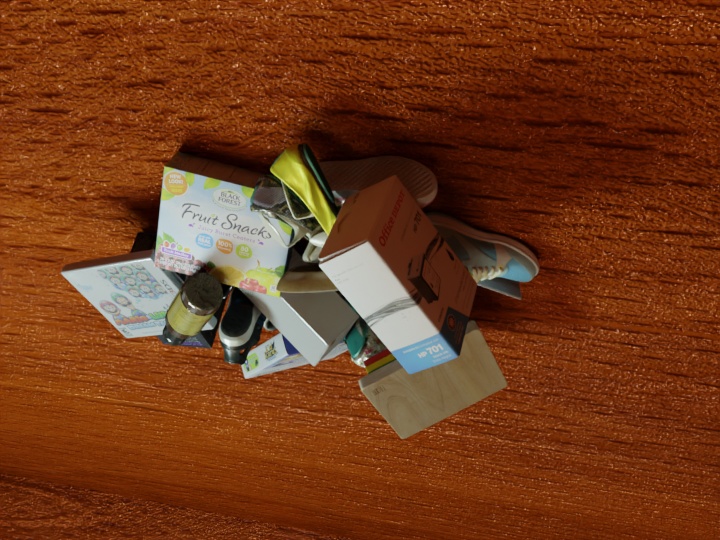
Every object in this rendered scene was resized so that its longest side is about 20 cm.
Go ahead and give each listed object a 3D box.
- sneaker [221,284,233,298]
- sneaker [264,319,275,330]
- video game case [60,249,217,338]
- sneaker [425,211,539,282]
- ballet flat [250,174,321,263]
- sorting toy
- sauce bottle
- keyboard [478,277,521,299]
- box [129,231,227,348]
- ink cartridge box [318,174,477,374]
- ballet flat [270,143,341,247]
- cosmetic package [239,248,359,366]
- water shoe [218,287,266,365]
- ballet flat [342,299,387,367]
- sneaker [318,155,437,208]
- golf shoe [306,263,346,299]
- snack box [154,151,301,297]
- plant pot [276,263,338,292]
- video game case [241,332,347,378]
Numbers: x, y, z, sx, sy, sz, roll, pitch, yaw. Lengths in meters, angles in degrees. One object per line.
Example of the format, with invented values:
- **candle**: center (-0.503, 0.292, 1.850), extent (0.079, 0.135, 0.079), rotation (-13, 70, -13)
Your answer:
- **sneaker**: center (-0.225, -0.014, 1.425), extent (0.071, 0.083, 0.201), rotation (13, 150, 2)
- **sneaker**: center (-0.094, 0.066, 1.501), extent (0.199, 0.089, 0.074), rotation (-18, 136, 41)
- **video game case**: center (-0.362, 0.043, 1.402), extent (0.198, 0.024, 0.183), rotation (-7, 137, 29)
- **sneaker**: center (0.162, 0.008, 1.241), extent (0.198, 0.132, 0.080), rotation (19, 148, -8)
- **ballet flat**: center (-0.075, -0.051, 1.190), extent (0.200, 0.073, 0.072), rotation (36, 144, -25)
- **sorting toy**: center (0.111, 0.158, 1.353), extent (0.197, 0.070, 0.200), rotation (-28, 141, 5)
- **sauce bottle**: center (-0.266, 0.066, 1.323), extent (0.064, 0.065, 0.200), rotation (23, 151, -15)
- **keyboard**: center (0.154, -0.004, 1.305), extent (0.198, 0.057, 0.011), rotation (19, 128, -8)
- **box**: center (-0.326, 0.037, 1.516), extent (0.105, 0.123, 0.201), rotation (3, 148, 17)
- **ink cartridge box**: center (0.052, 0.005, 1.083), extent (0.085, 0.147, 0.200), rotation (-21, 120, 33)
- **ballet flat**: center (-0.050, -0.073, 1.129), extent (0.067, 0.067, 0.201), rotation (-30, 110, 10)
- **cosmetic package**: center (-0.106, 0.047, 1.390), extent (0.200, 0.081, 0.113), rotation (45, 152, 4)
- **water shoe**: center (-0.197, 0.084, 1.465), extent (0.071, 0.200, 0.080), rotation (11, 120, 9)
- **ballet flat**: center (0.008, 0.109, 1.440), extent (0.064, 0.200, 0.076), rotation (26, 109, -18)
- **sneaker**: center (0.024, -0.098, 1.182), extent (0.198, 0.076, 0.105), rotation (5, 148, 27)
- **golf shoe**: center (0.000, 0.000, 1.357), extent (0.198, 0.078, 0.095), rotation (-6, 145, 29)
- **snack box**: center (-0.195, -0.067, 1.268), extent (0.198, 0.068, 0.170), rotation (14, 118, -1)
- **plant pot**: center (-0.024, 0.003, 1.230), extent (0.198, 0.028, 0.200), rotation (-7, -174, 1)
- **video game case**: center (-0.094, 0.137, 1.564), extent (0.199, 0.046, 0.181), rotation (-10, 167, -35)
